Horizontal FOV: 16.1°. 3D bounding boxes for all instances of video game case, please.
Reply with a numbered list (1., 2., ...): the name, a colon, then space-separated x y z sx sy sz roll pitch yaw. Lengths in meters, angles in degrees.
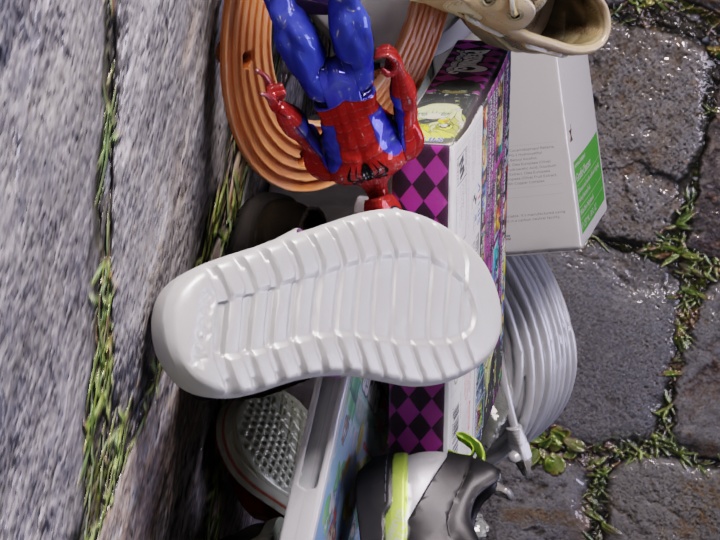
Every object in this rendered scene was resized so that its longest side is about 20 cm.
1. video game case: 0.047 0.000 1.314 0.181 0.036 0.201 -59 152 -65
2. video game case: -0.006 0.081 1.251 0.143 0.017 0.201 70 31 -69

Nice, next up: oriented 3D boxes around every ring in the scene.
1. ring: -0.011 -0.136 1.221 0.200 0.019 0.201 -36 136 -45

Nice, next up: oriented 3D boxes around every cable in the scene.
1. cable: 0.059 0.037 1.735 0.069 0.200 0.201 -21 120 -41

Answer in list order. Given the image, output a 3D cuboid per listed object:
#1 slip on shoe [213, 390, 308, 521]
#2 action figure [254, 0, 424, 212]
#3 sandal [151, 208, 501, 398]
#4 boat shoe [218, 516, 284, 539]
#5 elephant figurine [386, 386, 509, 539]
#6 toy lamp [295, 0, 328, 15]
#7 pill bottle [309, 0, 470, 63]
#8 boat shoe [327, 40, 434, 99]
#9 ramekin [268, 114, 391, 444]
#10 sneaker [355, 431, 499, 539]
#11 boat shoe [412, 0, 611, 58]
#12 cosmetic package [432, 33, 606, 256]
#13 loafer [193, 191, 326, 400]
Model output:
1. slip on shoe: -0.045 0.114 1.409 0.200 0.061 0.074 40 35 -70
2. action figure: -0.013 -0.092 1.144 0.052 0.065 0.200 -103 174 -50
3. sandal: -0.019 0.015 1.157 0.202 0.050 0.083 -2 85 -42
4. boat shoe: -0.063 0.168 1.309 0.201 0.060 0.072 60 16 -82
5. elephant figurine: 0.023 0.076 1.634 0.142 0.155 0.200 111 -2 -69
6. toy lamp: -0.012 -0.228 1.266 0.058 0.058 0.201 54 44 -83
7. pill bottle: 0.022 -0.174 1.415 0.200 0.114 0.115 -53 151 -81
8. boat shoe: 0.009 -0.183 1.577 0.076 0.060 0.201 45 44 -54
9. ramekin: 0.000 0.000 1.487 0.200 0.105 0.201 9 90 -85
10. sneaker: 0.047 0.175 1.208 0.072 0.083 0.201 77 6 -76
11. boat shoe: 0.066 -0.152 1.255 0.200 0.065 0.072 29 82 -60
12. cosmetic package: 0.096 -0.119 1.594 0.108 0.085 0.201 -50 134 -67
13. loafer: -0.037 0.019 1.284 0.200 0.071 0.073 -70 167 -66
